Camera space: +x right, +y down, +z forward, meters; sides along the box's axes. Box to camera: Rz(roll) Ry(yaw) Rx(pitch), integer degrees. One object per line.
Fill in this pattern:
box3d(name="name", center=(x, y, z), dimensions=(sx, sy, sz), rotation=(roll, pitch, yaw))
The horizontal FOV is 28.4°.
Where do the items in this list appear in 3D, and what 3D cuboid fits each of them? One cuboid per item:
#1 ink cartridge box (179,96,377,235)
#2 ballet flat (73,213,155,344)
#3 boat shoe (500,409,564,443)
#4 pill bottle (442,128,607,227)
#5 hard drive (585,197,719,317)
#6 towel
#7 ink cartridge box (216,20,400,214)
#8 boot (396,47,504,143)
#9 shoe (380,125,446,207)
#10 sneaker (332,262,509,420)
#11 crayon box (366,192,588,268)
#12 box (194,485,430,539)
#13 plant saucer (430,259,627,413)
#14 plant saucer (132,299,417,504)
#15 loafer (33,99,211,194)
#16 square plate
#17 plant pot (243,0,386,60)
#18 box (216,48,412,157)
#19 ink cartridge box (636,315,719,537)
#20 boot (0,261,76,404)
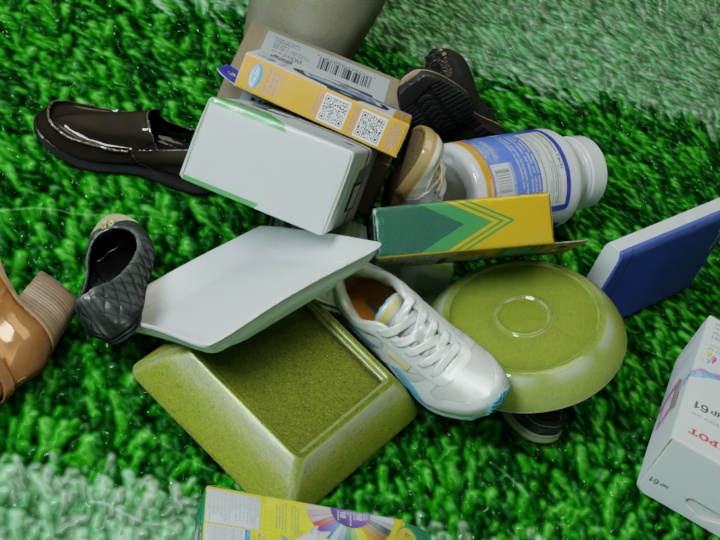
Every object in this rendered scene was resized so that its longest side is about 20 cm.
box3d(name="ink cartridge box", center=(-0.072, -0.104, 1.368), dimensions=(0.145, 0.084, 0.200), rotation=(21, 8, 4))
box3d(name="ballet flat", center=(-0.224, -0.005, 1.288), dimensions=(0.066, 0.057, 0.200), rotation=(-27, 29, 6))
box3d(name="boat shoe", center=(0.167, 0.076, 1.412), dimensions=(0.071, 0.066, 0.202), rotation=(10, 44, -16))
box3d(name="pill bottle", center=(0.170, -0.095, 1.554), dimensions=(0.199, 0.112, 0.112), rotation=(-12, 53, -34))
box3d(name="hard drive", center=(0.306, -0.003, 1.508), dimensions=(0.199, 0.132, 0.025), rotation=(-20, 57, -38))
box3d(name="towel", center=(0.000, 0.000, 1.439), dimensions=(0.199, 0.031, 0.150), rotation=(17, 43, -9))
box3d(name="ink cartridge box", center=(-0.056, -0.169, 1.552), dimensions=(0.199, 0.075, 0.165), rotation=(21, 41, -6))
box3d(name="boot", center=(0.083, -0.211, 1.602), dimensions=(0.200, 0.077, 0.139), rotation=(36, 31, -56))
box3d(name="shoe", center=(0.062, -0.093, 1.430), dimensions=(0.053, 0.200, 0.070), rotation=(15, 76, -5))
box3d(name="sneaker", center=(0.049, 0.065, 1.306), dimensions=(0.200, 0.081, 0.077), rotation=(35, 79, 28))
box3d(name="crayon box", center=(0.108, -0.038, 1.376), dimensions=(0.199, 0.126, 0.052), rotation=(-4, 86, -3))
box3d(name="box", center=(-0.037, 0.248, 1.158), dimensions=(0.199, 0.049, 0.118), rotation=(11, 43, -11))
box3d(name="plant saucer", center=(0.157, 0.052, 1.371), dimensions=(0.199, 0.031, 0.201), rotation=(-2, 43, 2))
box3d(name="plant saucer", center=(-0.066, 0.097, 1.274), dimensions=(0.200, 0.048, 0.199), rotation=(43, 48, 12))
box3d(name="loafer", center=(-0.229, -0.140, 1.442), dimensions=(0.199, 0.072, 0.073), rotation=(13, 43, -13))
box3d(name="square plate", center=(-0.109, 0.017, 1.278), dimensions=(0.198, 0.029, 0.200), rotation=(-30, 23, -31))
box3d(name="plant pot", center=(-0.048, -0.324, 1.631), dimensions=(0.199, 0.184, 0.201), rotation=(13, 43, -12))
box3d(name="box", center=(-0.045, -0.176, 1.442), dimensions=(0.199, 0.042, 0.119), rotation=(26, 11, -2))
box3d(name="ink cartridge box", center=(0.371, 0.161, 1.409), dimensions=(0.144, 0.085, 0.200), rotation=(28, 43, 4))
box3d(name="boot", center=(-0.359, 0.037, 1.213), dimensions=(0.199, 0.077, 0.155), rotation=(34, 46, 0))
